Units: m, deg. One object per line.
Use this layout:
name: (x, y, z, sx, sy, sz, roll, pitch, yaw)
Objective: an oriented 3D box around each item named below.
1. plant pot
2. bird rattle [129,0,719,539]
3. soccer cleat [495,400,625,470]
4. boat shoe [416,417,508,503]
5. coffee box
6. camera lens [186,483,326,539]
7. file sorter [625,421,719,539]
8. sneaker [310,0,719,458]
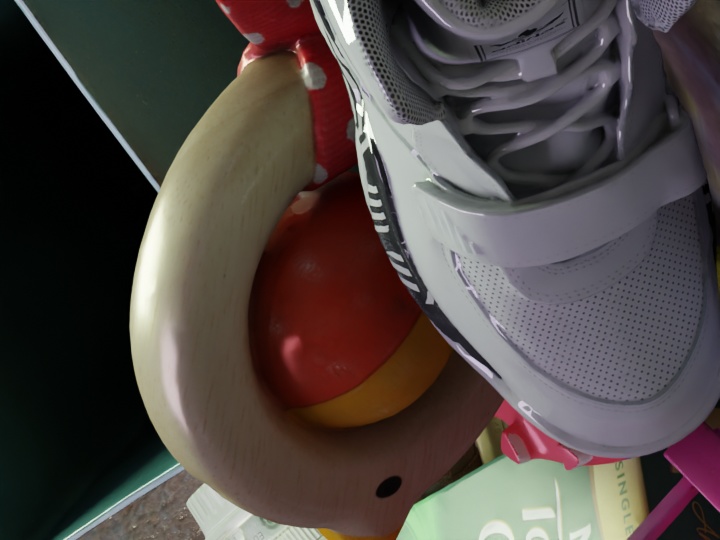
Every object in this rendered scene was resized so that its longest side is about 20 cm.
plant pot: (-0.066, -0.032, 0.764, 0.142, 0.141, 0.200, 52, -147, -7)
bird rattle: (0.009, -0.014, 0.595, 0.112, 0.164, 0.200, 23, 166, 36)
soccer cleat: (0.051, 0.011, 0.764, 0.200, 0.076, 0.067, 17, 133, 65)
boat shoe: (0.000, 0.000, 0.893, 0.072, 0.067, 0.201, 84, 164, -74)
coffee box: (0.054, 0.127, 0.796, 0.200, 0.044, 0.124, -34, 56, 50)
camera lens: (0.020, 0.163, 1.309, 0.200, 0.160, 0.160, 51, 173, 5)
file sorter: (0.124, 0.156, 0.598, 0.139, 0.125, 0.200, 46, -175, 38)
sneaker: (0.032, -0.035, 0.482, 0.115, 0.075, 0.201, -110, -4, -71)
